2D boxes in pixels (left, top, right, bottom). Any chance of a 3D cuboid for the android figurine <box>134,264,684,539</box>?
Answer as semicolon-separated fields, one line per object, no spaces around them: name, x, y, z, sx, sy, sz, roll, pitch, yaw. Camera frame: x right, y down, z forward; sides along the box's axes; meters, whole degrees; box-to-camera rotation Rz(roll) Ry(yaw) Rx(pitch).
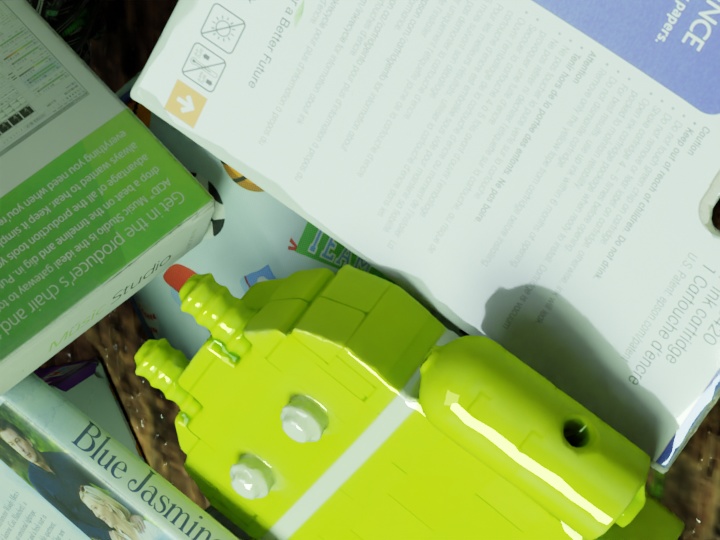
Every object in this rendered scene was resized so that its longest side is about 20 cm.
android figurine;0.017;0.074;0.701;0.200;0.041;0.182;39;144;-3

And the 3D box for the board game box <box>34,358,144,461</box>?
board game box;-0.190;0.114;0.976;0.199;0.105;0.103;-11;106;44

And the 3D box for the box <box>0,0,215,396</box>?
box;-0.165;-0.045;0.722;0.200;0.144;0.036;46;153;11

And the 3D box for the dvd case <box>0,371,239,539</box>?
dvd case;-0.092;0.101;0.778;0.200;0.018;0.143;39;147;1

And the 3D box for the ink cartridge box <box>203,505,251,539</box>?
ink cartridge box;0.016;0.178;0.847;0.200;0.083;0.147;39;135;17

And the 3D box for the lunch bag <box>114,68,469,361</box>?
lunch bag;0.000;0.000;0.763;0.160;0.076;0.200;-31;92;43

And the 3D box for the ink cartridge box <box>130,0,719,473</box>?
ink cartridge box;0.058;-0.078;0.642;0.200;0.047;0.198;34;115;7

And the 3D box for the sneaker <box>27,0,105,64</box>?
sneaker;-0.115;-0.114;0.806;0.085;0.078;0.200;49;146;-3
